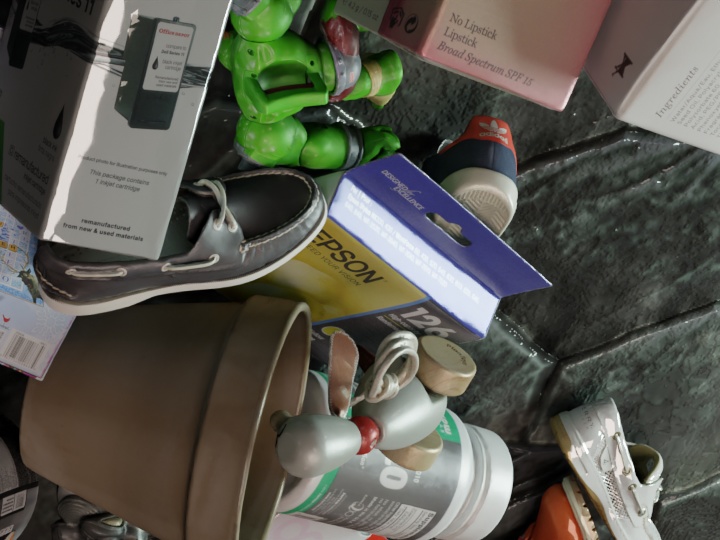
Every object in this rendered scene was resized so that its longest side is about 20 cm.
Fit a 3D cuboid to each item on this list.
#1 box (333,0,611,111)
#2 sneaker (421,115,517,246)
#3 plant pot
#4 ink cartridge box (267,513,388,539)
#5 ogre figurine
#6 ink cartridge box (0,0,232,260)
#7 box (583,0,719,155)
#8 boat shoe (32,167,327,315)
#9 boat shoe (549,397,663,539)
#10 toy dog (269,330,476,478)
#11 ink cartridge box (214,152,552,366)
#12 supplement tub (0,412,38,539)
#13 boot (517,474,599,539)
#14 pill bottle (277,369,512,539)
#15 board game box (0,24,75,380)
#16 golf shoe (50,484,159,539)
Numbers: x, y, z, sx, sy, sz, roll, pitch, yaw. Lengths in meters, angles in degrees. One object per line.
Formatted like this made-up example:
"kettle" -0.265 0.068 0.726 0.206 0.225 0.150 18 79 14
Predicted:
"box" 0.093 -0.220 1.385 0.128 0.109 0.200 17 101 -36
"sneaker" 0.062 -0.042 1.617 0.075 0.085 0.200 19 147 -17
"plant pot" -0.141 0.101 1.568 0.173 0.200 0.200 13 131 6
"ink cartridge box" -0.061 0.258 1.853 0.162 0.057 0.200 -36 130 10
"ogre figurine" -0.031 -0.143 1.458 0.120 0.098 0.200 -19 148 -24
"ink cartridge box" -0.157 -0.126 1.340 0.083 0.147 0.200 11 103 -32
"box" 0.225 -0.214 1.430 0.131 0.199 0.200 15 123 -35
"boat shoe" -0.116 -0.029 1.439 0.200 0.074 0.060 -14 152 -12
"boat shoe" 0.229 0.180 1.892 0.069 0.071 0.200 -29 135 6
"toy dog" -0.004 0.088 1.566 0.132 0.096 0.200 -57 155 4
"ink cartridge box" 0.000 0.000 1.575 0.200 0.047 0.198 -11 146 37
"supplement tub" -0.299 0.153 1.528 0.122 0.123 0.200 -28 177 2
"boot" 0.154 0.260 1.936 0.107 0.075 0.200 -9 135 -10
"pill bottle" 0.015 0.151 1.739 0.200 0.113 0.113 17 122 -36
"board game box" -0.243 -0.053 1.433 0.200 0.041 0.200 28 92 -40
"golf shoe" -0.167 0.170 1.703 0.078 0.095 0.200 -10 168 19
